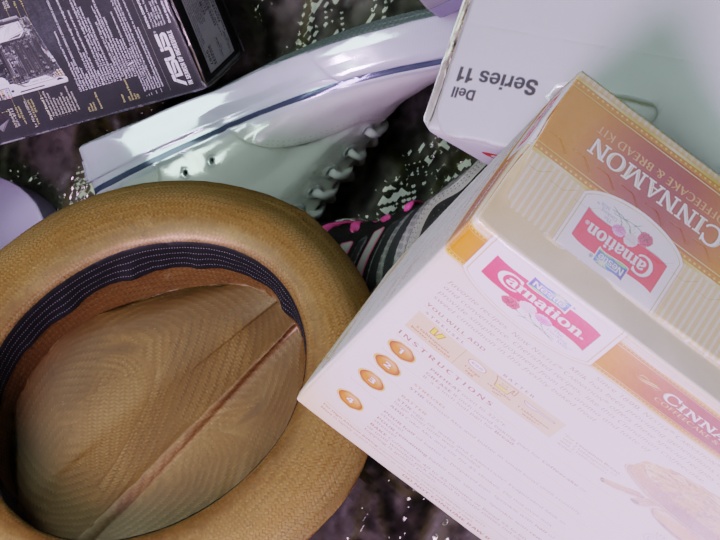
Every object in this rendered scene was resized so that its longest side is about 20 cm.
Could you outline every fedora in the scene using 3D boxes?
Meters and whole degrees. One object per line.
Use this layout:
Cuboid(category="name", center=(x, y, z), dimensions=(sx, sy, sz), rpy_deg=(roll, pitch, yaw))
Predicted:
Cuboid(category="fedora", center=(-0.081, 0.062, 1.152), dimensions=(0.201, 0.082, 0.201), rpy_deg=(-4, 65, 8))

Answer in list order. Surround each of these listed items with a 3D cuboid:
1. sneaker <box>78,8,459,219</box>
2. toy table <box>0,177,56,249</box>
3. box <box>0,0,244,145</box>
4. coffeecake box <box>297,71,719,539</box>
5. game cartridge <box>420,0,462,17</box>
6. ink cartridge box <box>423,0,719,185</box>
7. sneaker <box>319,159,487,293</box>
Cuboid(category="sneaker", center=(-0.025, -0.060, 1.261), dimensions=(0.200, 0.073, 0.071), rpy_deg=(-21, 96, 22))
Cuboid(category="toy table", center=(-0.250, 0.014, 1.347), dimensions=(0.200, 0.117, 0.184), rpy_deg=(-40, 59, 19))
Cuboid(category="box", center=(-0.163, -0.159, 1.274), dimensions=(0.158, 0.050, 0.200), rpy_deg=(-14, 110, 26))
Cuboid(category="coffeecake box", center=(0.084, 0.037, 1.007), dimensions=(0.153, 0.200, 0.073), rpy_deg=(37, 64, -3))
Cuboid(category="game cartridge", center=(0.076, -0.212, 1.226), dimensions=(0.130, 0.038, 0.200), rpy_deg=(-19, 52, 23))
Cuboid(category="ink cartridge box", center=(0.140, -0.050, 1.062), dimensions=(0.147, 0.200, 0.083), rpy_deg=(14, 84, 34))
Cuboid(category="sneaker", center=(0.000, 0.000, 1.214), dimensions=(0.200, 0.074, 0.087), rpy_deg=(-43, 64, 21))
